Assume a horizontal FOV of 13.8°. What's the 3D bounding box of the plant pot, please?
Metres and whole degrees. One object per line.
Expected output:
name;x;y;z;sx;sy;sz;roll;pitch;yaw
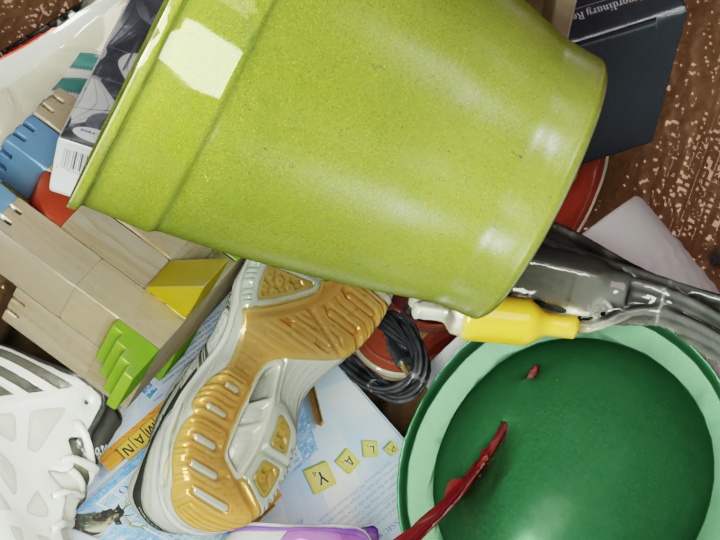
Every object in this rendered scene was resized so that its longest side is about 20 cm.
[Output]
plant pot;-0.001;-0.075;1.316;0.192;0.200;0.201;27;64;-6

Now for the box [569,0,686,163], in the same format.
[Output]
box;0.055;-0.151;1.568;0.148;0.107;0.200;-17;55;-20

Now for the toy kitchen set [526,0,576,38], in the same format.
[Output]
toy kitchen set;0.083;-0.221;1.445;0.162;0.181;0.201;-8;52;-14

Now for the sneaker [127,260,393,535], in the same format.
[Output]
sneaker;-0.054;0.042;1.453;0.076;0.088;0.200;41;61;-15

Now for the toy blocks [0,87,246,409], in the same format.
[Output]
toy blocks;-0.123;-0.029;1.457;0.136;0.100;0.200;36;44;4

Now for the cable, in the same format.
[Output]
cable;0.125;0.020;1.401;0.199;0.051;0.097;16;26;6

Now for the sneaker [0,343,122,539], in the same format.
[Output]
sneaker;-0.144;0.115;1.407;0.115;0.076;0.201;-32;76;-21

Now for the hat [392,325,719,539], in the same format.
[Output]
hat;0.082;0.112;1.347;0.165;0.176;0.200;33;95;7

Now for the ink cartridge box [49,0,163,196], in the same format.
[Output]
ink cartridge box;-0.077;-0.097;1.462;0.099;0.039;0.200;17;41;1

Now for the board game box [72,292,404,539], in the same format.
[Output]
board game box;-0.067;0.130;1.486;0.200;0.041;0.200;-37;80;-24

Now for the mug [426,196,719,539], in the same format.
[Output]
mug;0.121;0.090;1.493;0.200;0.148;0.176;-36;84;-25

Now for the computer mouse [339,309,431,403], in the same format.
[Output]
computer mouse;0.000;0.000;1.518;0.059;0.034;0.200;-36;43;14

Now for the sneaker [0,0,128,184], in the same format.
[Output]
sneaker;-0.150;-0.083;1.548;0.199;0.070;0.094;-34;97;-26

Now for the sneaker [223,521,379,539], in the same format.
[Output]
sneaker;0.014;0.186;1.423;0.200;0.073;0.115;29;67;-16

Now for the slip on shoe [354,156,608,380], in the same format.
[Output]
slip on shoe;0.069;-0.023;1.574;0.074;0.061;0.200;41;63;7
